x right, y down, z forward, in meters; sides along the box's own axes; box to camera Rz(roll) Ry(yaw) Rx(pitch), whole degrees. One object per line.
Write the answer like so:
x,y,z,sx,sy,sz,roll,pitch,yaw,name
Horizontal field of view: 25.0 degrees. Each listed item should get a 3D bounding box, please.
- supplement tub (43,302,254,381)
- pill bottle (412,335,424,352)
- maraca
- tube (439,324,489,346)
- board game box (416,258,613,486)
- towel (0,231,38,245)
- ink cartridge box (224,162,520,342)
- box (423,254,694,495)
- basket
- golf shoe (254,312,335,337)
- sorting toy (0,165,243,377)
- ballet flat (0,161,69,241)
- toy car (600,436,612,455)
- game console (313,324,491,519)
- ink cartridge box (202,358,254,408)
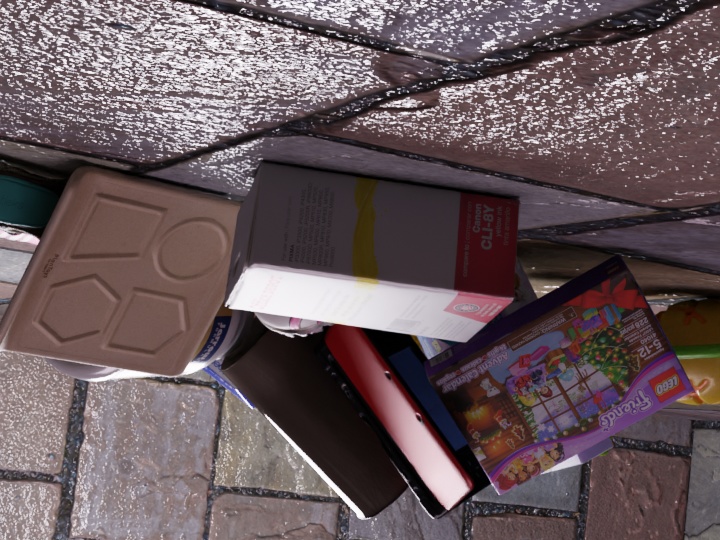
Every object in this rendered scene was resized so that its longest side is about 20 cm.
-0.202,0.029,1.532,0.144,0.145,0.200,3,-179,29,supplement tub
0.084,0.092,1.986,0.199,0.111,0.111,7,173,-6,pill bottle
0.370,0.081,1.650,0.199,0.107,0.137,-2,179,-3,maraca
0.075,0.042,1.534,0.200,0.050,0.077,31,170,44,tube
0.140,0.104,1.578,0.041,0.200,0.199,-26,176,-24,board game box
-0.313,-0.034,1.657,0.146,0.030,0.200,1,172,45,towel
0.005,-0.011,1.237,0.199,0.084,0.145,8,165,-10,ink cartridge box
0.175,0.094,1.436,0.200,0.137,0.039,-30,-160,7,box
-0.029,0.121,1.619,0.200,0.136,0.180,43,-153,-11,basket
-0.027,-0.005,1.398,0.200,0.073,0.092,-22,131,38,golf shoe
-0.192,0.002,1.356,0.200,0.185,0.037,10,-149,-39,sorting toy
-0.261,-0.053,1.353,0.200,0.068,0.075,22,-174,-47,ballet flat
0.173,0.088,1.705,0.199,0.165,0.158,16,-178,28,toy car
0.060,0.115,1.508,0.172,0.200,0.119,-23,164,-49,game console
-0.186,0.064,1.750,0.200,0.044,0.094,37,170,17,ink cartridge box
